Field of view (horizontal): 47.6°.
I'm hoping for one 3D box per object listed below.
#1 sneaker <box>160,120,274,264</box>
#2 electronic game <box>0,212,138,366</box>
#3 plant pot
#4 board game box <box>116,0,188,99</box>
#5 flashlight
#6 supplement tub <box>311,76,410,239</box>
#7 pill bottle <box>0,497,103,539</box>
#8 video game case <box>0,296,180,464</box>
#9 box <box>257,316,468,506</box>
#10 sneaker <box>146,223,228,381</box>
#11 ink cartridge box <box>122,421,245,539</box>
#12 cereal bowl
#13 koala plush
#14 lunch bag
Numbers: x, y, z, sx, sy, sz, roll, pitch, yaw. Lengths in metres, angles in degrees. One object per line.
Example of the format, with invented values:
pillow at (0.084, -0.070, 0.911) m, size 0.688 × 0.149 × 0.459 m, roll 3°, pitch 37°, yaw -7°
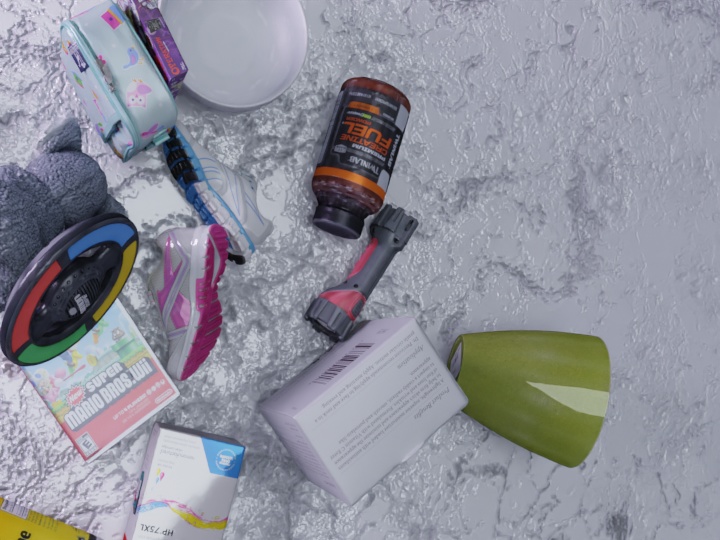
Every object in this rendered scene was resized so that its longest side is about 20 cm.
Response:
sneaker at (-0.184, -0.113, 1.068) m, size 0.086 × 0.074 × 0.203 m, roll -39°, pitch 104°, yaw -32°
electronic game at (-0.321, 0.022, 0.916) m, size 0.041 × 0.201 × 0.201 m, roll 35°, pitch 73°, yaw 9°
plant pot at (0.224, 0.162, 1.162) m, size 0.195 × 0.187 × 0.192 m, roll 14°, pitch 82°, yaw -4°
board game box at (-0.253, -0.261, 0.970) m, size 0.032 × 0.199 × 0.122 m, roll -32°, pitch 97°, yaw -18°
flashlight at (0.000, 0.000, 1.132) m, size 0.067 × 0.068 × 0.202 m, roll 36°, pitch 70°, yaw -12°
supplement tub at (-0.004, -0.150, 1.112) m, size 0.105 × 0.107 × 0.205 m, roll 20°, pitch 80°, yaw -19°
pill bottle at (-0.400, 0.326, 0.926) m, size 0.197 × 0.112 × 0.115 m, roll 28°, pitch 77°, yaw -17°
video game case at (-0.335, 0.114, 1.014) m, size 0.142 × 0.017 × 0.203 m, roll -35°, pitch 99°, yaw -19°
box at (-0.003, 0.171, 1.045) m, size 0.197 × 0.199 × 0.132 m, roll -36°, pitch 98°, yaw -19°
sneaker at (-0.225, 0.036, 1.035) m, size 0.086 × 0.081 × 0.206 m, roll 11°, pitch 96°, yaw 14°
ink cartridge box at (-0.226, 0.304, 1.020) m, size 0.114 × 0.067 × 0.205 m, roll 16°, pitch 82°, yaw -19°
cereal bowl at (-0.171, -0.303, 1.068) m, size 0.195 × 0.083 × 0.206 m, roll 1°, pitch 86°, yaw -21°
koala plush at (-0.371, -0.073, 0.941) m, size 0.199 × 0.181 × 0.180 m, roll -39°, pitch 111°, yaw -37°
lunch bag at (-0.284, -0.211, 0.956) m, size 0.076 × 0.199 × 0.163 m, roll -30°, pitch 99°, yaw -18°
